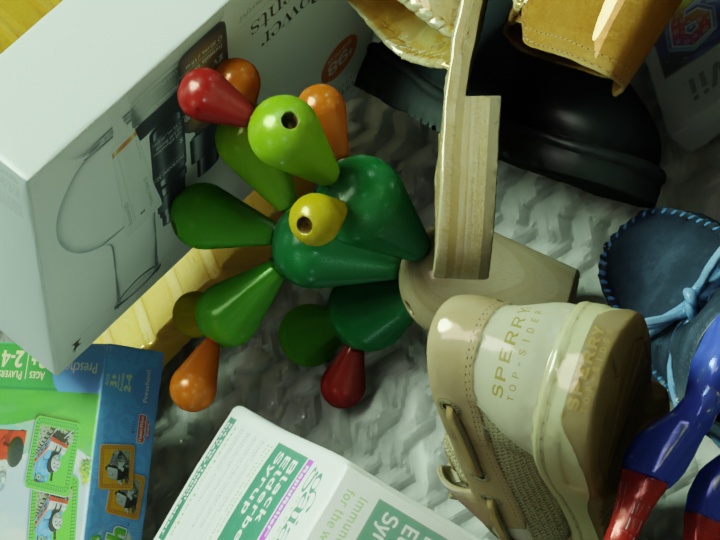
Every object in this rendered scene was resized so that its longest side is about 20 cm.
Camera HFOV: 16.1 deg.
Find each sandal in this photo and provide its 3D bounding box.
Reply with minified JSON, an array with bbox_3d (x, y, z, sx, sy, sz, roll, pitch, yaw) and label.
[{"bbox_3d":[0.017,-0.101,0.923,0.069,0.078,0.213,3,69,0],"label":"sandal"}]

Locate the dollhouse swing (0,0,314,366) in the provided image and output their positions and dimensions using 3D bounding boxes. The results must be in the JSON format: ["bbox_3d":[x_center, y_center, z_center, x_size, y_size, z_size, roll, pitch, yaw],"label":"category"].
[{"bbox_3d":[-0.140,-0.067,1.156,0.200,0.182,0.176,-44,22,15],"label":"dollhouse swing"}]

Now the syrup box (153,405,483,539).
[{"bbox_3d":[-0.015,0.108,0.906,0.079,0.081,0.200,-60,12,-5],"label":"syrup box"}]

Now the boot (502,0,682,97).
[{"bbox_3d":[0.116,-0.129,0.852,0.145,0.070,0.201,-65,14,-6],"label":"boot"}]

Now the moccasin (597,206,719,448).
[{"bbox_3d":[0.141,0.026,0.869,0.081,0.068,0.200,-54,40,4],"label":"moccasin"}]

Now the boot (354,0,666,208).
[{"bbox_3d":[0.078,-0.127,1.001,0.200,0.076,0.169,34,105,61],"label":"boot"}]

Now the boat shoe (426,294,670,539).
[{"bbox_3d":[0.062,0.056,0.838,0.064,0.200,0.072,15,67,15],"label":"boat shoe"}]

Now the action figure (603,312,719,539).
[{"bbox_3d":[0.144,0.020,0.778,0.099,0.065,0.201,0,63,48],"label":"action figure"}]

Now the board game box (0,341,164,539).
[{"bbox_3d":[-0.155,0.132,1.094,0.151,0.036,0.202,-1,81,46],"label":"board game box"}]

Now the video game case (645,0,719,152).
[{"bbox_3d":[0.161,-0.159,1.011,0.143,0.018,0.201,-34,45,25],"label":"video game case"}]

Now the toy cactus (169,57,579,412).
[{"bbox_3d":[0.000,0.000,0.981,0.164,0.201,0.103,14,54,10],"label":"toy cactus"}]

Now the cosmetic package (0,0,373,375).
[{"bbox_3d":[-0.074,-0.071,1.013,0.052,0.151,0.200,38,66,16],"label":"cosmetic package"}]
